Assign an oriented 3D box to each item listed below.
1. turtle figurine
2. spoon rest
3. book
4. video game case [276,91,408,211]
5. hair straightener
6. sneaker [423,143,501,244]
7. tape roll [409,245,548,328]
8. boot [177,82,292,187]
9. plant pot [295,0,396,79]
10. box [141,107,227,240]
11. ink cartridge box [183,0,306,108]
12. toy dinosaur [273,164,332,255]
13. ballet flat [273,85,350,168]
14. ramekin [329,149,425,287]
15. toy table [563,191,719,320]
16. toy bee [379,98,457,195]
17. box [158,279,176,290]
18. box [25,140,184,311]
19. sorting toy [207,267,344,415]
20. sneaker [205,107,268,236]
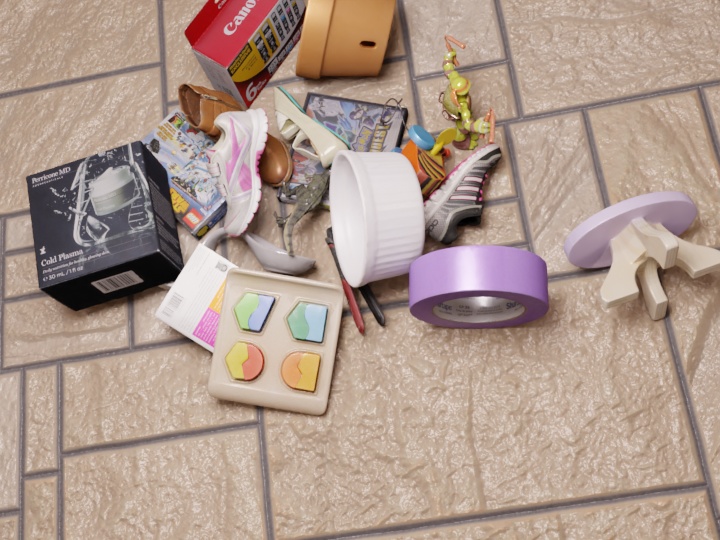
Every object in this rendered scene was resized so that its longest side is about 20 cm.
[{"bbox_3d":[0.159,-0.253,1.306,0.064,0.161,0.202,-22,69,0],"label":"turtle figurine"},{"bbox_3d":[-0.164,-0.033,1.327,0.198,0.099,0.061,8,89,20],"label":"spoon rest"},{"bbox_3d":[-0.200,0.067,1.290,0.199,0.048,0.134,32,84,-1],"label":"book"},{"bbox_3d":[-0.029,-0.194,1.390,0.179,0.026,0.202,11,74,13],"label":"video game case"},{"bbox_3d":[0.000,0.000,1.321,0.076,0.041,0.202,-17,64,-12],"label":"hair straightener"},{"bbox_3d":[0.167,-0.116,1.311,0.087,0.074,0.200,45,69,-3],"label":"sneaker"},{"bbox_3d":[0.169,0.028,1.192,0.197,0.200,0.066,-2,71,8],"label":"tape roll"},{"bbox_3d":[-0.208,-0.220,1.353,0.074,0.154,0.200,-48,64,16],"label":"boot"},{"bbox_3d":[-0.021,-0.409,1.384,0.138,0.200,0.202,12,73,-5],"label":"plant pot"},{"bbox_3d":[-0.295,-0.166,1.415,0.137,0.040,0.200,-44,71,-8],"label":"box"},{"bbox_3d":[-0.187,-0.410,1.406,0.083,0.176,0.201,31,79,17],"label":"ink cartridge box"},{"bbox_3d":[-0.097,-0.106,1.320,0.087,0.048,0.201,1,51,41],"label":"toy dinosaur"},{"bbox_3d":[-0.098,-0.232,1.358,0.069,0.070,0.200,-43,57,-6],"label":"ballet flat"},{"bbox_3d":[0.024,-0.082,1.236,0.097,0.201,0.203,-8,69,-15],"label":"ramekin"},{"bbox_3d":[0.410,-0.022,1.197,0.198,0.184,0.118,-26,52,9],"label":"toy table"},{"bbox_3d":[0.107,-0.190,1.316,0.108,0.131,0.202,22,57,-30],"label":"toy bee"},{"bbox_3d":[-0.351,-0.002,1.369,0.198,0.041,0.039,17,75,15],"label":"box"},{"bbox_3d":[-0.401,-0.068,1.315,0.198,0.124,0.199,-17,68,3],"label":"box"},{"bbox_3d":[-0.128,0.108,1.253,0.183,0.036,0.203,9,90,0],"label":"sorting toy"},{"bbox_3d":[-0.200,-0.155,1.287,0.087,0.081,0.203,5,95,-20],"label":"sneaker"}]
